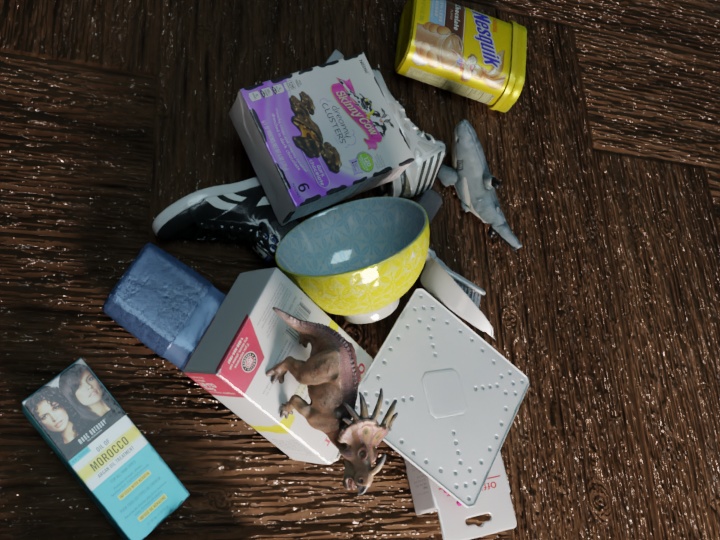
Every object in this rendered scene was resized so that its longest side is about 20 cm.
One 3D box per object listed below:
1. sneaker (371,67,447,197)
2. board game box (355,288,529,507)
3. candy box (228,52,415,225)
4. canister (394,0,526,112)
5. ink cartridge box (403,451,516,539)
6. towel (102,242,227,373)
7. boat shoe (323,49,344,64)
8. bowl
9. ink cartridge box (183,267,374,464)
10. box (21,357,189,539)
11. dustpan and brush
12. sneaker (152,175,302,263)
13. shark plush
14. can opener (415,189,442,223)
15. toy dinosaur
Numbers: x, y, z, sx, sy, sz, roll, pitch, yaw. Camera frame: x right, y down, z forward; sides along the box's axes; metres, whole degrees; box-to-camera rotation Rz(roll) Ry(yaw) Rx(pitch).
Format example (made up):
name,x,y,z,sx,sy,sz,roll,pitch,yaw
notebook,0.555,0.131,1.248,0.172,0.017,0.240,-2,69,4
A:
name,x,y,z,sx,sy,sz,roll,pitch,yaw
sneaker,0.062,-0.206,1.191,0.113,0.075,0.205,-10,83,-26
board game box,0.100,0.158,1.006,0.199,0.026,0.201,39,57,-7
candy box,-0.050,-0.179,1.062,0.197,0.071,0.170,-24,84,-28
canister,0.160,-0.354,1.281,0.196,0.087,0.152,15,65,-14
ink cartridge box,0.119,0.244,1.037,0.113,0.067,0.204,-4,71,-24
towel,-0.211,0.065,0.985,0.199,0.049,0.113,37,59,-6
boat shoe,-0.056,-0.226,1.152,0.065,0.072,0.203,28,63,-14
bowl,0.000,0.000,1.008,0.199,0.198,0.109,-34,123,-29
ink cartridge box,-0.090,0.118,0.953,0.200,0.083,0.147,45,57,-29
box,-0.287,0.205,0.898,0.082,0.049,0.201,-39,87,-30
dustpan and brush,0.109,0.002,1.089,0.198,0.140,0.058,33,100,-7
sneaker,-0.160,-0.052,1.037,0.197,0.073,0.113,-23,78,-29
shark plush,0.178,-0.120,1.196,0.089,0.083,0.204,-9,73,-25
can opener,0.051,-0.042,1.130,0.066,0.053,0.201,42,60,-7
toy dinosaur,-0.025,0.125,0.863,0.085,0.134,0.204,-22,99,-40
